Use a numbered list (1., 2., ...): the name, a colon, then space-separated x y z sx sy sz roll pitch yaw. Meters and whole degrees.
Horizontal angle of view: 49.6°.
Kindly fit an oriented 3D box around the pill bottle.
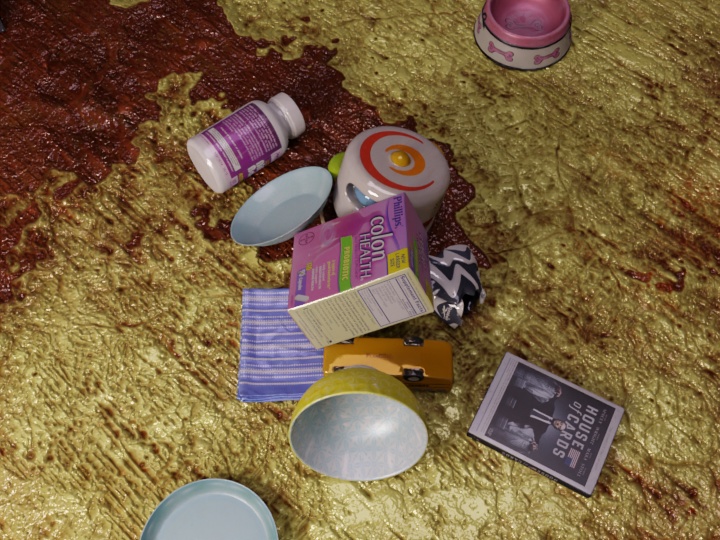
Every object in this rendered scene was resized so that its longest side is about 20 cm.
1. pill bottle: -0.201 -0.234 1.397 0.200 0.112 0.112 -35 67 -17

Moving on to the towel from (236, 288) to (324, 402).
1. towel: -0.125 0.116 1.256 0.144 0.024 0.201 -2 61 -1

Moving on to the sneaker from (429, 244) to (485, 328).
1. sneaker: 0.111 0.042 1.260 0.198 0.080 0.130 -11 53 -17

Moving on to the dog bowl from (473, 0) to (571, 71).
1. dog bowl: 0.329 -0.498 1.556 0.199 0.074 0.201 0 62 1

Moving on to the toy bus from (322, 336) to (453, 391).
1. toy bus: 0.043 0.145 1.206 0.198 0.078 0.065 1 62 1

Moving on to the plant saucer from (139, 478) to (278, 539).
1. plant saucer: -0.214 0.399 1.101 0.199 0.027 0.201 0 61 0

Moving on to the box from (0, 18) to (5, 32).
1. box: -0.855 -0.556 1.585 0.181 0.104 0.201 -26 64 -12

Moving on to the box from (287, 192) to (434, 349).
1. box: 0.000 0.000 1.191 0.199 0.097 0.177 -19 40 17

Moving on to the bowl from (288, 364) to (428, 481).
1. bowl: -0.002 0.203 1.128 0.199 0.201 0.108 1 41 1

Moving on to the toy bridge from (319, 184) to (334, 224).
1. toy bridge: -0.027 -0.079 1.358 0.067 0.027 0.200 -32 66 -13

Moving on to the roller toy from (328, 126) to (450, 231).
1. roller toy: 0.055 -0.146 1.309 0.199 0.140 0.183 1 52 -16

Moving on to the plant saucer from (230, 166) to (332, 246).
1. plant saucer: -0.128 -0.100 1.331 0.200 0.039 0.202 -21 35 15

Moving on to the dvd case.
1. dvd case: 0.283 0.231 1.187 0.199 0.025 0.151 25 65 14
